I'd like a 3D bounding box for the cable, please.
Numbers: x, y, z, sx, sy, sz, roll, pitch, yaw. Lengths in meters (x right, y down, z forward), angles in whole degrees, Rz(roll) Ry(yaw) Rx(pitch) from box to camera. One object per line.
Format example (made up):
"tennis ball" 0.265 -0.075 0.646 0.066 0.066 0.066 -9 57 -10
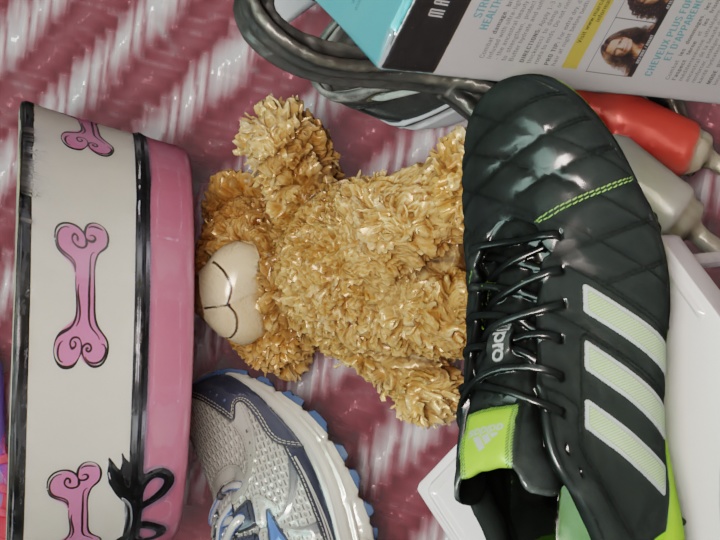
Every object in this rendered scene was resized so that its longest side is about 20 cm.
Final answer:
"cable" 0.054 -0.069 0.959 0.200 0.097 0.050 36 150 -13

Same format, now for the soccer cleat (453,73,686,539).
"soccer cleat" 0.061 0.035 0.845 0.067 0.081 0.201 -13 85 39

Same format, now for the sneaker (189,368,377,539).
"sneaker" -0.034 0.131 1.085 0.200 0.085 0.077 61 153 21

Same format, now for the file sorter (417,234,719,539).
"file sorter" 0.149 0.105 0.910 0.139 0.124 0.200 -49 63 31

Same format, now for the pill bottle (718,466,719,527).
"pill bottle" 0.214 0.063 0.776 0.113 0.199 0.114 -173 90 -82

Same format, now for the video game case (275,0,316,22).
"video game case" -0.002 -0.223 0.993 0.200 0.045 0.182 -32 101 22

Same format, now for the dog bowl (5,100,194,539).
"dog bowl" -0.111 0.030 1.110 0.200 0.073 0.201 -178 90 -82

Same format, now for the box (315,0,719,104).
"box" 0.081 -0.108 0.900 0.049 0.199 0.082 48 121 37

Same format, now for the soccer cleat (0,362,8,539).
"soccer cleat" -0.192 0.130 1.265 0.076 0.067 0.201 18 101 7

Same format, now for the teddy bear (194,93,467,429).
"teddy bear" 0.000 0.000 1.054 0.199 0.067 0.145 12 136 34

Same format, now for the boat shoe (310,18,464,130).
"boat shoe" 0.060 -0.110 1.008 0.200 0.071 0.072 -39 68 36
